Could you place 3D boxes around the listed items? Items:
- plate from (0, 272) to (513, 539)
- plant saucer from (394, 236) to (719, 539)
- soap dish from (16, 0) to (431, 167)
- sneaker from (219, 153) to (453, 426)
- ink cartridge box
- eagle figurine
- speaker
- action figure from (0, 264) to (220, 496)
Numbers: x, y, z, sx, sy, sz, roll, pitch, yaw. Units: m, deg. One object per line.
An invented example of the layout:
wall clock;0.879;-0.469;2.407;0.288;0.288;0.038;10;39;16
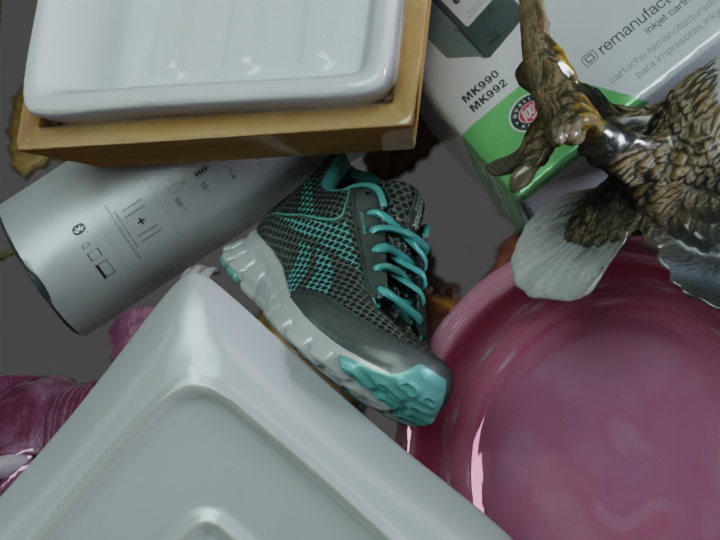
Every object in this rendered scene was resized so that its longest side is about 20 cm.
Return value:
plate;-0.063;0.137;1.016;0.199;0.032;0.200;41;104;-1
plant saucer;0.113;0.086;1.031;0.200;0.051;0.201;-5;78;24
soap dish;-0.055;-0.125;1.088;0.199;0.081;0.158;-3;66;21
sneaker;0.000;0.000;1.065;0.091;0.078;0.200;-52;32;4
ink cartridge box;0.083;-0.127;1.134;0.146;0.084;0.200;-39;61;-1
eagle figurine;0.165;-0.054;0.979;0.199;0.151;0.152;10;81;-15
speaker;-0.079;-0.053;1.159;0.200;0.081;0.081;-33;61;3
action figure;-0.130;0.074;1.078;0.200;0.149;0.134;-24;76;37
